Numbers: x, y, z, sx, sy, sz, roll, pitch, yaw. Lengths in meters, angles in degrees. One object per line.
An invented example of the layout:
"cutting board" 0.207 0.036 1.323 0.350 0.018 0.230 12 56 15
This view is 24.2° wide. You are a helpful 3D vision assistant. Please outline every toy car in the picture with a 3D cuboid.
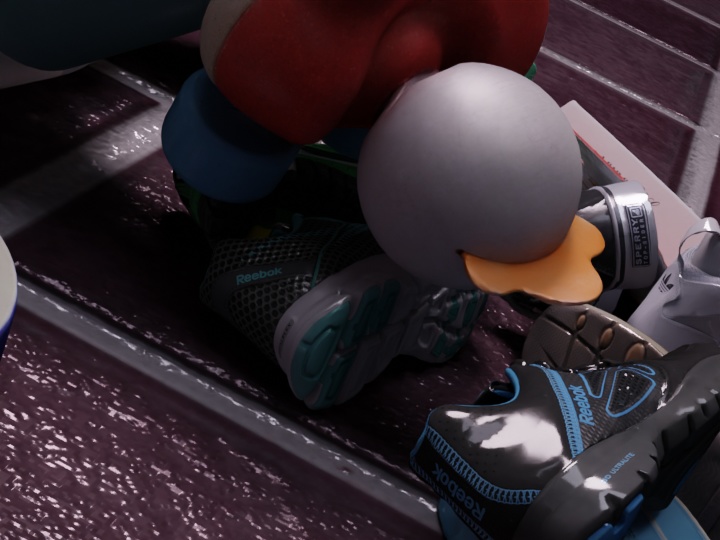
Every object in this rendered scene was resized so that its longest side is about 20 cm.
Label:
"toy car" 0.045 -0.064 0.726 0.176 0.184 0.200 -20 67 -44

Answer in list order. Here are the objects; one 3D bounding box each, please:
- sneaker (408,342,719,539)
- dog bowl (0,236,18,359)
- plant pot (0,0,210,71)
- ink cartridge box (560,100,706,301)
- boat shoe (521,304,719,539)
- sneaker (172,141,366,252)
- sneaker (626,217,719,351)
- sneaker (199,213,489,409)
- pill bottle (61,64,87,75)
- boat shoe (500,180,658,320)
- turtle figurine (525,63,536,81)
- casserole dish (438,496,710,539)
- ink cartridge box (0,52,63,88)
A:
"sneaker" 0.092 0.057 0.654 0.082 0.073 0.200 33 23 18
"dog bowl" -0.212 0.010 0.523 0.199 0.079 0.200 22 22 -9
"plant pot" -0.089 -0.202 0.768 0.160 0.202 0.200 -5 10 23
"ink cartridge box" 0.154 -0.047 0.987 0.174 0.043 0.200 59 -2 -37
"boat shoe" 0.156 0.091 0.774 0.200 0.075 0.073 45 16 25
"sneaker" -0.005 -0.043 0.877 0.199 0.078 0.085 8 26 -37
"sneaker" 0.228 0.048 0.872 0.199 0.115 0.075 20 22 -13
"sneaker" 0.000 0.000 0.795 0.091 0.078 0.200 30 20 23
"pill bottle" -0.168 -0.184 0.973 0.116 0.117 0.200 22 21 -8
"boat shoe" 0.104 -0.006 0.885 0.068 0.074 0.199 -7 0 -2
"turtle figurine" 0.031 -0.152 1.124 0.150 0.101 0.200 40 -15 -22
"casserole dish" 0.104 0.129 0.656 0.121 0.039 0.200 17 22 -21
"ink cartridge box" -0.224 -0.152 0.774 0.084 0.146 0.200 4 13 20
